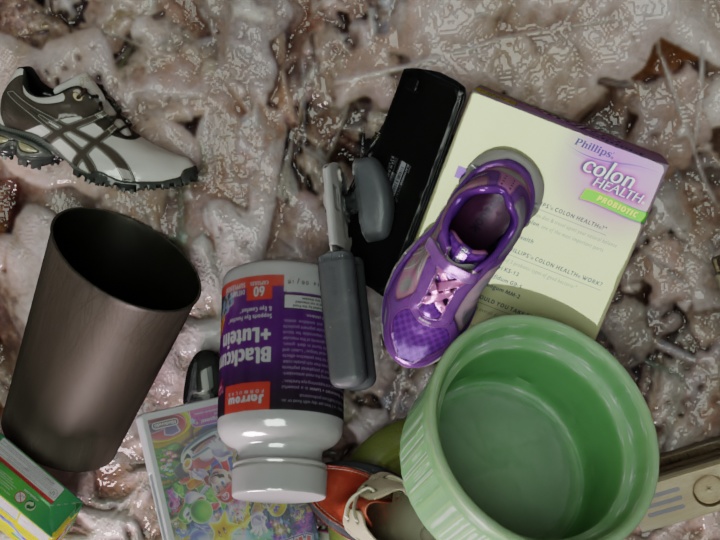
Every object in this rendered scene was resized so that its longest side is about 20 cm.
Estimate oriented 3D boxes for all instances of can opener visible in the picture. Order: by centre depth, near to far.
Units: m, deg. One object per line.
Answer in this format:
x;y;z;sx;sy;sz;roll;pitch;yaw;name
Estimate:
0.000;0.000;1.120;0.067;0.053;0.201;-10;78;17;can opener

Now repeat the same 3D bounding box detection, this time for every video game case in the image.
-0.112;0.213;1.178;0.143;0.018;0.200;-10;83;-29;video game case

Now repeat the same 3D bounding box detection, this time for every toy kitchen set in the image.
0.296;0.110;1.114;0.180;0.163;0.200;-19;97;11;toy kitchen set

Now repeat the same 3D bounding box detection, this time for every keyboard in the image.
0.036;-0.084;1.166;0.104;0.040;0.200;35;111;40;keyboard

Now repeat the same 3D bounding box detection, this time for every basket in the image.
-0.246;0.071;1.198;0.136;0.180;0.200;10;116;-33;basket

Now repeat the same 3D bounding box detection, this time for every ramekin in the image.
0.128;0.145;1.051;0.200;0.200;0.098;36;145;0;ramekin

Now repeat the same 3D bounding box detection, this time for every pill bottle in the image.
-0.070;0.100;1.153;0.111;0.111;0.200;-3;72;9;pill bottle

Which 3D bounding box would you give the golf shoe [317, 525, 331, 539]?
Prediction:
0.022;0.303;1.222;0.200;0.075;0.092;19;68;5;golf shoe

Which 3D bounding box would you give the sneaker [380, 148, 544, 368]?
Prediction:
0.076;-0.005;1.064;0.080;0.088;0.200;31;105;0;sneaker

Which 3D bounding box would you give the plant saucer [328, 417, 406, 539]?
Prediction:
0.071;0.230;1.196;0.199;0.031;0.201;1;79;-5;plant saucer

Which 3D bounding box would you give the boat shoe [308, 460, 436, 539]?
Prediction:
0.025;0.212;1.126;0.200;0.063;0.071;21;82;34;boat shoe

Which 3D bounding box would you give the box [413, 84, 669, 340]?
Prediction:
0.146;-0.037;1.142;0.176;0.097;0.200;21;104;4;box

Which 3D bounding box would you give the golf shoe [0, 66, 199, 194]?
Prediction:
-0.240;-0.128;1.191;0.200;0.078;0.095;15;102;4;golf shoe

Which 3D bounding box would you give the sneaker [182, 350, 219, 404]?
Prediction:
-0.105;0.174;1.242;0.115;0.075;0.201;-2;83;-20;sneaker

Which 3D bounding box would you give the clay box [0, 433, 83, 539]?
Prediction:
-0.326;0.216;1.237;0.115;0.200;0.048;40;66;-1;clay box
